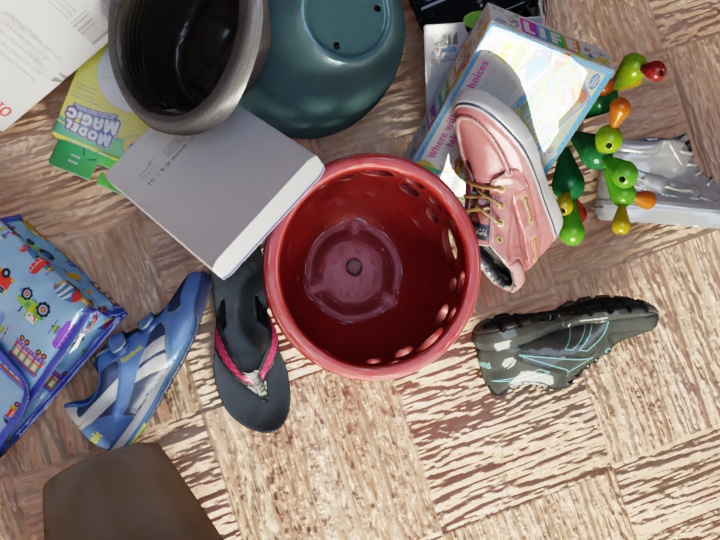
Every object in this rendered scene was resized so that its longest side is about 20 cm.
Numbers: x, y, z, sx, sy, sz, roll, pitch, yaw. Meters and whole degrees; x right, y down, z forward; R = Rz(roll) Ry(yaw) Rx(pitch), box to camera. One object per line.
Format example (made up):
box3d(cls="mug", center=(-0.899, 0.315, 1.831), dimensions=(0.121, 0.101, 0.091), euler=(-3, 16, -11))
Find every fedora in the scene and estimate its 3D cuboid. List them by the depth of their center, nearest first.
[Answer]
box3d(cls="fedora", center=(-0.138, -0.220, 1.016), dimensions=(0.175, 0.090, 0.203), euler=(25, 110, 27))

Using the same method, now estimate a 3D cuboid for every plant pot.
box3d(cls="plant pot", center=(-0.212, 0.262, 1.054), dimensions=(0.197, 0.200, 0.176), euler=(-20, 75, -9))
box3d(cls="plant pot", center=(0.000, 0.000, 1.085), dimensions=(0.196, 0.182, 0.205), euler=(0, 87, -9))
box3d(cls="plant pot", center=(-0.035, -0.234, 1.094), dimensions=(0.196, 0.134, 0.204), euler=(0, 91, -22))

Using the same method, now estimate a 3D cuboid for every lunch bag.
box3d(cls="lunch bag", center=(-0.348, 0.069, 1.080), dimensions=(0.150, 0.094, 0.201), euler=(39, 94, 8))

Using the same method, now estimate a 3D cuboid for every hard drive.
box3d(cls="hard drive", center=(-0.137, -0.089, 1.034), dimensions=(0.132, 0.199, 0.025), euler=(-47, 138, -8))

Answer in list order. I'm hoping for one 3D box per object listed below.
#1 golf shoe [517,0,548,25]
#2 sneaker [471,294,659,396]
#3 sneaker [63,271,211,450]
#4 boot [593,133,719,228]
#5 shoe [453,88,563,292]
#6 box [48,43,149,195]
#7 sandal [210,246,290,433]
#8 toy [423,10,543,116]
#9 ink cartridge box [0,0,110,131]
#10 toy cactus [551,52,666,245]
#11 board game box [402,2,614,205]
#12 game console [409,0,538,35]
box3d(cls="golf shoe", center=(0.169, -0.286, 1.172), dimensions=(0.076, 0.088, 0.204), euler=(3, 86, -7))
box3d(cls="sneaker", center=(0.214, 0.076, 1.179), dimensions=(0.196, 0.075, 0.081), euler=(-11, 100, -1))
box3d(cls="sneaker", center=(-0.213, 0.081, 1.107), dimensions=(0.081, 0.074, 0.202), euler=(31, 83, -4))
box3d(cls="boot", center=(0.346, -0.095, 1.195), dimensions=(0.196, 0.074, 0.098), euler=(4, 94, -7))
box3d(cls="shoe", center=(0.126, -0.070, 1.071), dimensions=(0.092, 0.071, 0.201), euler=(-55, 134, -22))
box3d(cls="box", center=(-0.226, -0.180, 1.129), dimensions=(0.116, 0.048, 0.203), euler=(20, 86, -7))
box3d(cls="sandal", center=(-0.115, 0.064, 1.135), dimensions=(0.074, 0.045, 0.204), euler=(-10, 89, -9))
box3d(cls="toy", center=(0.121, -0.168, 1.138), dimensions=(0.113, 0.202, 0.048), euler=(-4, 43, 1))
box3d(cls="ink cartridge box", center=(-0.312, -0.244, 1.041), dimensions=(0.199, 0.146, 0.083), euler=(-38, 63, 4))
box3d(cls="toy cactus", center=(0.232, -0.133, 1.145), dimensions=(0.101, 0.165, 0.203), euler=(-9, 123, -28))
box3d(cls="board game box", center=(0.136, -0.145, 1.101), dimensions=(0.132, 0.035, 0.201), euler=(17, 130, -17))
box3d(cls="game console", center=(0.104, -0.354, 1.103), dimensions=(0.170, 0.119, 0.203), euler=(-21, 65, 3))
